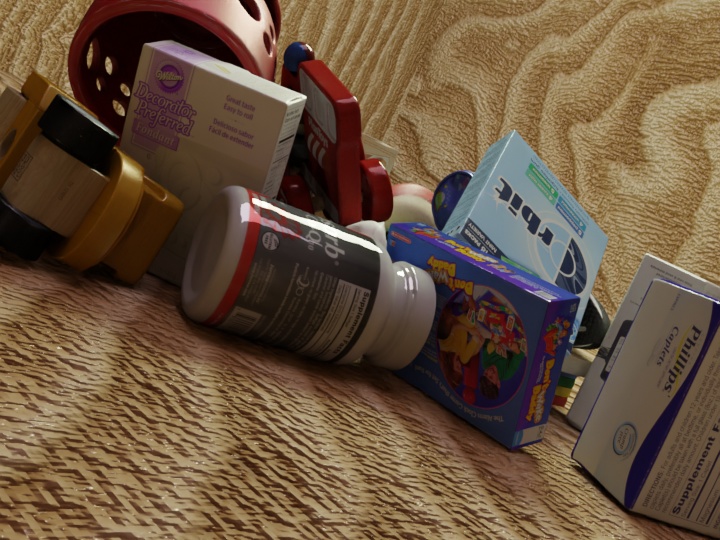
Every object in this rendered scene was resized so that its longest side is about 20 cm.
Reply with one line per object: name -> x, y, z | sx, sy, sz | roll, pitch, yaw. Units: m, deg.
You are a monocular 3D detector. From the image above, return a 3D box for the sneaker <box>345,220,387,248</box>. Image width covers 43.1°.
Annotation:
sneaker -> -0.039, -0.002, 0.915 | 0.080, 0.078, 0.200 | 13, -22, -24

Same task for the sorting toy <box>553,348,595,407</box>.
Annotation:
sorting toy -> 0.147, 0.088, 1.043 | 0.197, 0.070, 0.199 | 18, 9, -39

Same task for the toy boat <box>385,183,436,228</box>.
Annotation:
toy boat -> 0.013, -0.072, 1.242 | 0.197, 0.132, 0.131 | -12, -39, 21

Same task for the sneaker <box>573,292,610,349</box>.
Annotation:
sneaker -> 0.242, 0.046, 1.078 | 0.079, 0.075, 0.200 | 22, 7, -23

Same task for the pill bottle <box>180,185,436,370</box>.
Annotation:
pill bottle -> -0.042, 0.013, 0.778 | 0.198, 0.117, 0.116 | 20, 7, -25

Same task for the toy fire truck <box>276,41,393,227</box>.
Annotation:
toy fire truck -> -0.042, -0.139, 0.937 | 0.111, 0.170, 0.201 | -12, 38, -16

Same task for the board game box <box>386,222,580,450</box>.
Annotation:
board game box -> 0.093, 0.052, 0.826 | 0.044, 0.136, 0.199 | -4, 23, -41

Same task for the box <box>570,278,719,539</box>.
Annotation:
box -> 0.318, 0.129, 0.794 | 0.198, 0.186, 0.105 | 21, 8, -21

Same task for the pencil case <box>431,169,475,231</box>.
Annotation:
pencil case -> 0.176, -0.055, 1.067 | 0.198, 0.079, 0.086 | 18, -17, -33

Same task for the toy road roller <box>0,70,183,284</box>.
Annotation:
toy road roller -> -0.241, -0.068, 0.768 | 0.146, 0.124, 0.200 | 35, 0, -39

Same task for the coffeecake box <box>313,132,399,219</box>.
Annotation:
coffeecake box -> -0.060, -0.086, 1.142 | 0.073, 0.202, 0.153 | 16, 8, -47

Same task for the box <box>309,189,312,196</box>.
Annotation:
box -> -0.156, -0.093, 1.033 | 0.198, 0.162, 0.044 | 21, -18, -8

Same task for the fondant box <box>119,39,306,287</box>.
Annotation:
fondant box -> -0.148, -0.088, 0.834 | 0.143, 0.202, 0.058 | 23, 20, 9

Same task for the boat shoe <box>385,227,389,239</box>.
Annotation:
boat shoe -> 0.038, -0.005, 1.113 | 0.070, 0.064, 0.200 | 9, -16, -15

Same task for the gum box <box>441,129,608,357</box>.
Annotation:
gum box -> 0.175, -0.028, 0.957 | 0.170, 0.044, 0.201 | 46, 44, -12

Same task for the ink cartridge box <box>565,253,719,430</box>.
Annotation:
ink cartridge box -> 0.331, 0.102, 0.994 | 0.144, 0.202, 0.084 | 17, 11, -42

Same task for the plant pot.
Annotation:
plant pot -> -0.178, -0.236, 0.936 | 0.198, 0.201, 0.184 | 21, 47, -14
